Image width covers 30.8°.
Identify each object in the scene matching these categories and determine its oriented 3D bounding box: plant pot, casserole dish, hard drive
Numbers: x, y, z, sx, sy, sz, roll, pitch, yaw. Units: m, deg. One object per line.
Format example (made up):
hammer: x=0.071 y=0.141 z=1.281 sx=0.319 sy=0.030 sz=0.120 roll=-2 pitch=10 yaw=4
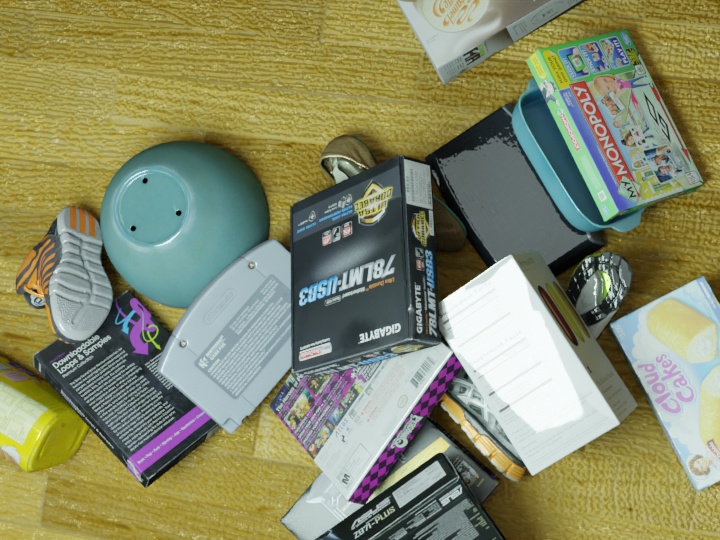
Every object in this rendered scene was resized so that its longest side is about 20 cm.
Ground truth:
plant pot: x=-0.218 y=-0.062 z=1.507 sx=0.200 sy=0.135 sz=0.201 roll=-1 pitch=83 yaw=10
casserole dish: x=0.238 y=-0.123 z=1.446 sx=0.121 sy=0.039 sz=0.200 roll=-23 pitch=78 yaw=-38
hard drive: x=0.172 y=-0.081 z=1.480 sx=0.135 sy=0.042 sz=0.200 roll=-33 pitch=78 yaw=5

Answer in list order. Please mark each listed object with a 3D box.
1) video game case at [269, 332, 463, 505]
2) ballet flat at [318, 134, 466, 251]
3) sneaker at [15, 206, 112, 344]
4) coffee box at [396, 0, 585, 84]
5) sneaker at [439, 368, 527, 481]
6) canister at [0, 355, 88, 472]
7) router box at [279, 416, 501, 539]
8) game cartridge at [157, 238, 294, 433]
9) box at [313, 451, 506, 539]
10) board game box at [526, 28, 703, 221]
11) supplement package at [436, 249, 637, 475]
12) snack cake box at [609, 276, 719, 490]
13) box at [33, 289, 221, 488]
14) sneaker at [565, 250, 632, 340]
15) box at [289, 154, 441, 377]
video game case: x=0.004 y=0.124 z=1.434 sx=0.200 sy=0.036 sz=0.181 roll=-56 pitch=45 yaw=8
ballet flat: x=0.028 y=-0.079 z=1.488 sx=0.200 sy=0.072 sz=0.068 roll=43 pitch=135 yaw=13
sneaker: x=-0.350 y=0.027 z=1.526 sx=0.112 sy=0.078 sz=0.200 roll=-43 pitch=35 yaw=30
coffee box: x=0.152 y=-0.317 z=1.494 sx=0.200 sy=0.080 sz=0.115 roll=-29 pitch=79 yaw=6
sneaker: x=0.128 y=0.138 z=1.449 sx=0.077 sy=0.078 sz=0.200 roll=-43 pitch=87 yaw=2
canister: x=-0.427 y=0.150 z=1.516 sx=0.200 sy=0.149 sz=0.087 roll=27 pitch=95 yaw=11
router box: x=0.034 y=0.258 z=1.460 sx=0.157 sy=0.052 sz=0.200 roll=42 pitch=92 yaw=12
game cartridge: x=-0.130 y=0.068 z=1.483 sx=0.133 sy=0.040 sz=0.200 roll=44 pitch=80 yaw=-17
box: x=0.057 y=0.319 z=1.373 sx=0.200 sy=0.086 sz=0.164 roll=-36 pitch=104 yaw=-1
board game box: x=0.281 y=-0.163 z=1.439 sx=0.134 sy=0.029 sz=0.200 roll=-18 pitch=78 yaw=-31
supplement package: x=0.180 y=0.091 z=1.357 sx=0.109 sy=0.114 sz=0.200 roll=-35 pitch=82 yaw=20
snack cake box: x=0.364 y=0.122 z=1.406 sx=0.115 sy=0.067 sz=0.200 roll=-28 pitch=79 yaw=5
box: x=-0.258 y=0.133 z=1.506 sx=0.200 sy=0.036 sz=0.143 roll=46 pitch=57 yaw=12
sneaker: x=0.238 y=0.062 z=1.437 sx=0.074 sy=0.081 sz=0.200 roll=42 pitch=111 yaw=15
box: x=0.000 y=0.000 z=1.400 sx=0.200 sy=0.050 sz=0.199 roll=-19 pitch=65 yaw=48
